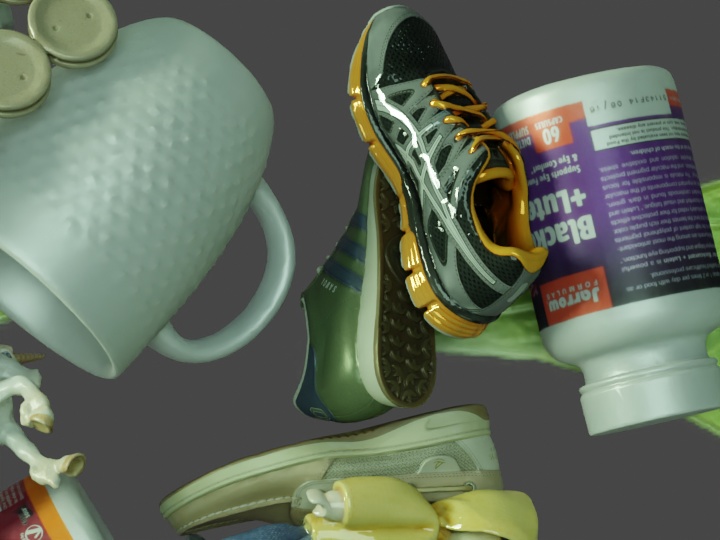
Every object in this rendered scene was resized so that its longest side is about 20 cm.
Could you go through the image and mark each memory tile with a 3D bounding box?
[{"bbox_3d":[-0.241,-0.126,1.256,0.153,0.017,0.200,45,62,10],"label":"memory tile"}]

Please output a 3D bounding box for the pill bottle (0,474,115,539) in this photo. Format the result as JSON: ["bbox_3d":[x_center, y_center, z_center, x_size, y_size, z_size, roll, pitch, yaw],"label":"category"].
[{"bbox_3d":[-0.229,0.203,1.324,0.200,0.110,0.110,-31,84,-5],"label":"pill bottle"}]

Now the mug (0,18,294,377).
[{"bbox_3d":[-0.122,-0.034,1.344,0.200,0.148,0.175,47,72,-22],"label":"mug"}]

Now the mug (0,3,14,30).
[{"bbox_3d":[-0.283,-0.180,1.367,0.175,0.148,0.200,38,52,-1],"label":"mug"}]

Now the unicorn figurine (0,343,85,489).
[{"bbox_3d":[-0.214,0.100,1.286,0.137,0.074,0.200,16,51,42],"label":"unicorn figurine"}]

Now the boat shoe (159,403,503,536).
[{"bbox_3d":[-0.015,0.131,1.361,0.200,0.072,0.065,-13,82,-9],"label":"boat shoe"}]

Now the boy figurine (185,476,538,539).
[{"bbox_3d":[0.005,0.170,1.321,0.200,0.064,0.124,-9,124,-8],"label":"boy figurine"}]

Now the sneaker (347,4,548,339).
[{"bbox_3d":[0.055,-0.065,1.338,0.078,0.077,0.200,-4,70,-44],"label":"sneaker"}]

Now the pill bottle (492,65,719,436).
[{"bbox_3d":[0.150,-0.009,1.361,0.111,0.111,0.200,-13,83,-3],"label":"pill bottle"}]

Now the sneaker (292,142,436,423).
[{"bbox_3d":[0.000,0.000,1.377,0.067,0.090,0.200,31,51,-35],"label":"sneaker"}]
